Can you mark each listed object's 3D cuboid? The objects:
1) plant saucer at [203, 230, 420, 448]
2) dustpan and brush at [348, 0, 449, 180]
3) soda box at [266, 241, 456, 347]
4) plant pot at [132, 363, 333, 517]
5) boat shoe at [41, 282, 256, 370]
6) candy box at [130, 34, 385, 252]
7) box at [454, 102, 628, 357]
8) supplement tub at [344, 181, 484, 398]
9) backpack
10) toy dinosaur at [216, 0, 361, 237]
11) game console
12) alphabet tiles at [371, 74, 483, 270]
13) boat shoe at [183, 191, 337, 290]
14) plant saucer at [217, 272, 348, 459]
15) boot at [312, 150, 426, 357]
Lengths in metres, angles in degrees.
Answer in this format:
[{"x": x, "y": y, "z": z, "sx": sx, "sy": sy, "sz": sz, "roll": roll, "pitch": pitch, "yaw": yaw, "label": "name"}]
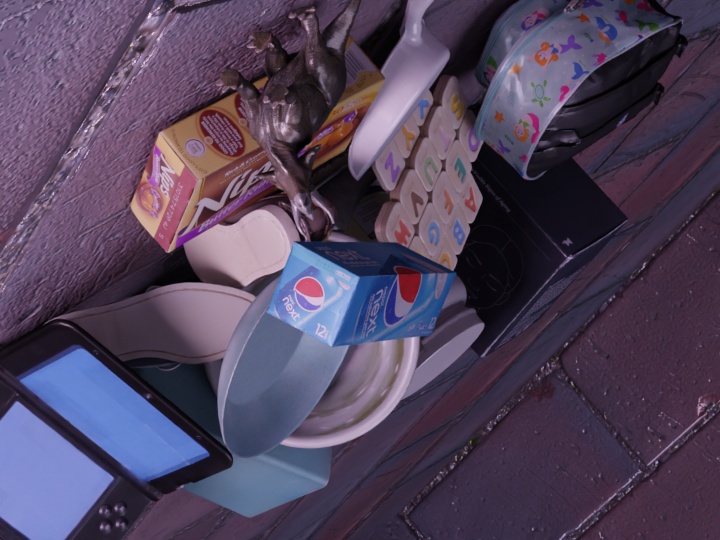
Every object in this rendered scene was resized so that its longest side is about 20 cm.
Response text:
[{"x": -0.046, "y": 0.061, "z": 1.583, "sx": 0.200, "sy": 0.200, "sz": 0.050, "roll": -40, "pitch": -176, "yaw": 0, "label": "plant saucer"}, {"x": 0.041, "y": -0.184, "z": 1.485, "sx": 0.140, "sy": 0.057, "sz": 0.200, "roll": -53, "pitch": 179, "yaw": -40, "label": "dustpan and brush"}, {"x": 0.005, "y": 0.017, "z": 1.438, "sx": 0.200, "sy": 0.068, "sz": 0.064, "roll": -3, "pitch": 118, "yaw": -64, "label": "soda box"}, {"x": -0.142, "y": 0.126, "z": 1.638, "sx": 0.200, "sy": 0.142, "sz": 0.141, "roll": 24, "pitch": 147, "yaw": -30, "label": "plant pot"}, {"x": -0.181, "y": 0.053, "z": 1.496, "sx": 0.200, "sy": 0.075, "sz": 0.062, "roll": -15, "pitch": -177, "yaw": -2, "label": "boat shoe"}, {"x": -0.083, "y": -0.104, "z": 1.395, "sx": 0.200, "sy": 0.056, "sz": 0.117, "roll": -33, "pitch": 167, "yaw": -32, "label": "candy box"}, {"x": 0.148, "y": -0.050, "z": 1.892, "sx": 0.124, "sy": 0.200, "sz": 0.197, "roll": -31, "pitch": 164, "yaw": -41, "label": "box"}, {"x": 0.016, "y": 0.019, "z": 1.751, "sx": 0.145, "sy": 0.200, "sz": 0.145, "roll": -38, "pitch": 167, "yaw": -11, "label": "supplement tub"}, {"x": 0.198, "y": -0.190, "z": 1.680, "sx": 0.200, "sy": 0.151, "sz": 0.178, "roll": -41, "pitch": 164, "yaw": -32, "label": "backpack"}, {"x": -0.048, "y": -0.138, "z": 1.311, "sx": 0.102, "sy": 0.077, "sz": 0.200, "roll": 57, "pitch": 44, "yaw": -54, "label": "toy dinosaur"}, {"x": -0.242, "y": 0.157, "z": 1.431, "sx": 0.176, "sy": 0.200, "sz": 0.116, "roll": -52, "pitch": -158, "yaw": -11, "label": "game console"}, {"x": 0.068, "y": -0.085, "z": 1.644, "sx": 0.196, "sy": 0.015, "sz": 0.200, "roll": 60, "pitch": 44, "yaw": -45, "label": "alphabet tiles"}, {"x": -0.089, "y": -0.029, "z": 1.483, "sx": 0.059, "sy": 0.072, "sz": 0.200, "roll": -28, "pitch": -173, "yaw": -30, "label": "boat shoe"}, {"x": -0.069, "y": 0.064, "z": 1.474, "sx": 0.201, "sy": 0.039, "sz": 0.201, "roll": -47, "pitch": 154, "yaw": -32, "label": "plant saucer"}, {"x": 0.001, "y": 0.000, "z": 1.639, "sx": 0.182, "sy": 0.200, "sz": 0.073, "roll": -37, "pitch": 177, "yaw": -4, "label": "boot"}]
